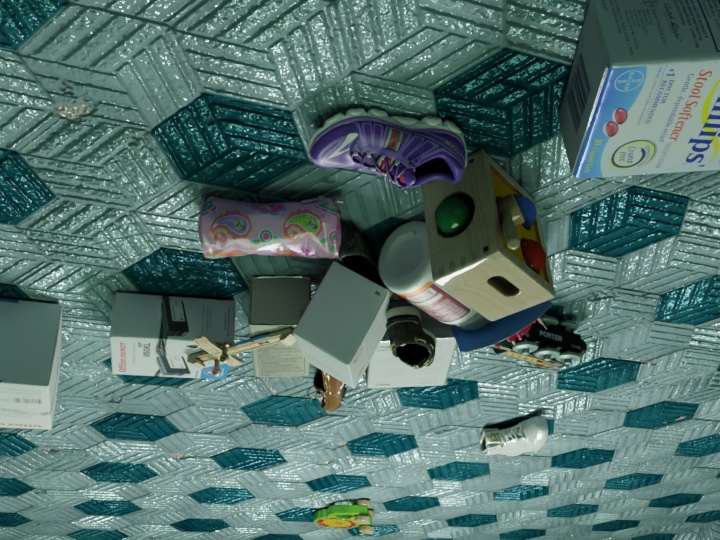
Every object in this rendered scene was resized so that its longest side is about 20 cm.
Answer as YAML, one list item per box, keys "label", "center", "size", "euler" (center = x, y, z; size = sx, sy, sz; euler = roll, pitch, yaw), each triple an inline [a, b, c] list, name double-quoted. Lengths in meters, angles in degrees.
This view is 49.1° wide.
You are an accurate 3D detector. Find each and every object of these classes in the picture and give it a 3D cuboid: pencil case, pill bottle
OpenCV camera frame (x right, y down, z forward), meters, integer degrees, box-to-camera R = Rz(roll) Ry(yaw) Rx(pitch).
- label: "pencil case"
  center: [-0.120, -0.058, 1.070]
  size: [0.196, 0.089, 0.088]
  euler: [-1, 149, -7]
- label: "pill bottle"
  center: [0.123, 0.015, 1.187]
  size: [0.108, 0.111, 0.199]
  euler: [-24, 144, 30]

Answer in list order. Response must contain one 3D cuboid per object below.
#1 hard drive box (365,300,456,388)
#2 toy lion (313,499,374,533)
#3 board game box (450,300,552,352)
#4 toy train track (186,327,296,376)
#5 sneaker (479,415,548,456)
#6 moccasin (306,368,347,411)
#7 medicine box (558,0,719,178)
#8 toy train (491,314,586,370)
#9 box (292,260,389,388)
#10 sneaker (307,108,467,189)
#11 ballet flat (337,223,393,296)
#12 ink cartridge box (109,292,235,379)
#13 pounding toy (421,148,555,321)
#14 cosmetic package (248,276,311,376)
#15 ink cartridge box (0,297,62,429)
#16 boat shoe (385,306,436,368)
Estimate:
- label: "hard drive box"
  center: [0.086, 0.135, 1.412]
  size: [0.152, 0.078, 0.201]
  euler: [-2, 148, -4]
- label: "toy lion"
  center: [-0.054, 0.768, 2.456]
  size: [0.187, 0.070, 0.201]
  euler: [1, 149, 7]
- label: "board game box"
  center: [0.227, 0.088, 1.252]
  size: [0.156, 0.200, 0.039]
  euler: [-30, 102, 6]
- label: "toy train track"
  center: [-0.188, 0.132, 1.247]
  size: [0.197, 0.033, 0.115]
  euler: [-17, 146, 21]
- label: "sneaker"
  center: [0.358, 0.402, 1.886]
  size: [0.113, 0.075, 0.201]
  euler: [4, 149, -19]
- label: "moccasin"
  center: [-0.062, 0.214, 1.528]
  size: [0.076, 0.075, 0.202]
  euler: [8, 151, -2]
- label: "medicine box"
  center: [0.337, -0.202, 0.866]
  size: [0.195, 0.105, 0.183]
  euler: [-3, 149, 0]
- label: "toy train"
  center: [0.315, 0.130, 1.433]
  size: [0.197, 0.087, 0.114]
  euler: [15, 154, -28]
- label: "box"
  center: [-0.024, 0.089, 1.210]
  size: [0.096, 0.126, 0.200]
  euler: [27, 165, 10]
- label: "sneaker"
  center: [0.035, -0.140, 0.949]
  size: [0.195, 0.085, 0.081]
  euler: [0, 149, -5]
- label: "ballet flat"
  center: [0.000, 0.000, 1.199]
  size: [0.065, 0.058, 0.200]
  euler: [-14, 147, 19]
- label: "ink cartridge box"
  center: [-0.314, 0.113, 1.318]
  size: [0.196, 0.086, 0.145]
  euler: [5, 147, -13]
- label: "pounding toy"
  center: [0.173, -0.046, 1.020]
  size: [0.141, 0.187, 0.199]
  euler: [-24, 144, 30]
- label: "cosmetic package"
  center: [-0.132, 0.097, 1.313]
  size: [0.101, 0.089, 0.201]
  euler: [1, 150, -6]
- label: "ink cartridge box"
  center: [-0.576, 0.158, 1.301]
  size: [0.144, 0.147, 0.201]
  euler: [7, 147, -17]
- label: "boat shoe"
  center: [0.081, 0.121, 1.247]
  size: [0.070, 0.062, 0.202]
  euler: [-10, 153, 12]
